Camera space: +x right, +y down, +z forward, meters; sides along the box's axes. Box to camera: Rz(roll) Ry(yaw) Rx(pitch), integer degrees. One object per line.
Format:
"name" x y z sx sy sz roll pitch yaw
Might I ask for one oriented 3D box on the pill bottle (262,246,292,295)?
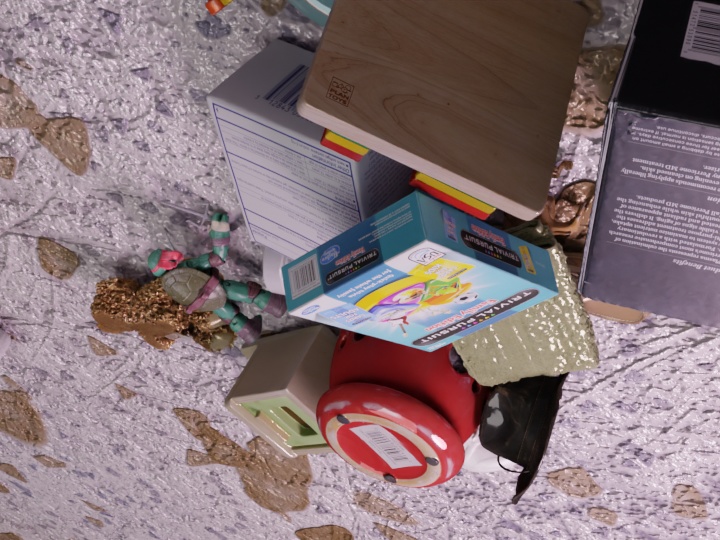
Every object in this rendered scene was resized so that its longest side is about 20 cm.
"pill bottle" 0.000 0.000 1.126 0.199 0.112 0.112 10 140 20

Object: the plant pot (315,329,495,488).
"plant pot" 0.052 0.137 1.205 0.199 0.183 0.201 18 144 14

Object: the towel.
"towel" 0.150 0.037 1.027 0.148 0.037 0.200 -12 130 24

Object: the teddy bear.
"teddy bear" -0.258 0.054 1.393 0.199 0.067 0.145 0 146 20

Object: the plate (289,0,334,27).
"plate" -0.007 -0.271 0.880 0.199 0.026 0.201 15 142 12

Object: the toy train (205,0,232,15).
"toy train" -0.146 -0.319 0.887 0.150 0.056 0.200 34 153 19

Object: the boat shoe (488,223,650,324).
"boat shoe" 0.203 0.018 1.069 0.199 0.065 0.071 19 142 9

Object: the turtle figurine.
"turtle figurine" -0.189 0.008 1.266 0.200 0.101 0.149 35 142 -21

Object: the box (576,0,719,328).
"box" 0.251 -0.101 0.787 0.123 0.201 0.197 14 142 13

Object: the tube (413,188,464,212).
"tube" 0.071 -0.062 0.948 0.077 0.200 0.050 25 -165 -46

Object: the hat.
"hat" 0.177 0.158 1.155 0.081 0.201 0.201 23 143 11

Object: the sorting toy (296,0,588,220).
"sorting toy" 0.062 -0.155 0.819 0.199 0.200 0.070 23 155 -12

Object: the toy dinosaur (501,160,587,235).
"toy dinosaur" 0.161 -0.058 1.009 0.106 0.060 0.201 22 122 12

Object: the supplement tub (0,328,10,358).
"supplement tub" -0.665 0.107 1.613 0.200 0.145 0.144 37 141 -15

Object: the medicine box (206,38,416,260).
"medicine box" -0.031 -0.093 1.003 0.182 0.103 0.201 26 148 30

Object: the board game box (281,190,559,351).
"board game box" 0.055 0.009 0.902 0.151 0.047 0.199 -28 150 33

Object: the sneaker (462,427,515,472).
"sneaker" 0.116 0.199 1.331 0.199 0.071 0.081 15 140 14

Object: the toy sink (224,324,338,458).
"toy sink" -0.087 0.164 1.352 0.130 0.112 0.199 45 147 -23
